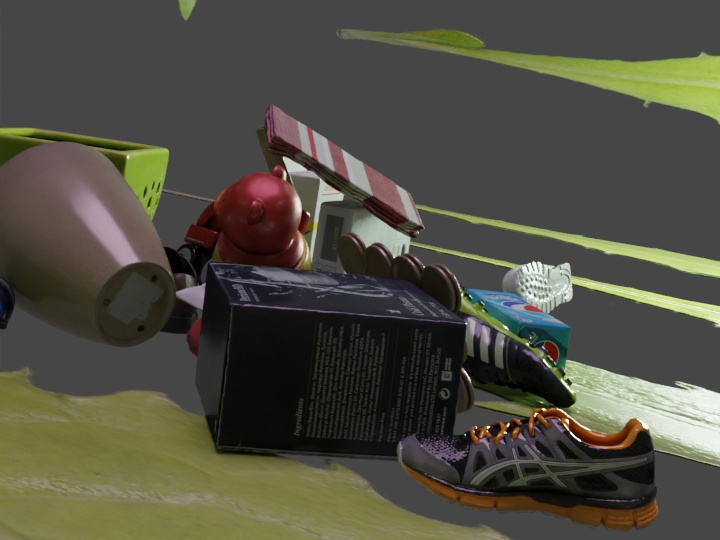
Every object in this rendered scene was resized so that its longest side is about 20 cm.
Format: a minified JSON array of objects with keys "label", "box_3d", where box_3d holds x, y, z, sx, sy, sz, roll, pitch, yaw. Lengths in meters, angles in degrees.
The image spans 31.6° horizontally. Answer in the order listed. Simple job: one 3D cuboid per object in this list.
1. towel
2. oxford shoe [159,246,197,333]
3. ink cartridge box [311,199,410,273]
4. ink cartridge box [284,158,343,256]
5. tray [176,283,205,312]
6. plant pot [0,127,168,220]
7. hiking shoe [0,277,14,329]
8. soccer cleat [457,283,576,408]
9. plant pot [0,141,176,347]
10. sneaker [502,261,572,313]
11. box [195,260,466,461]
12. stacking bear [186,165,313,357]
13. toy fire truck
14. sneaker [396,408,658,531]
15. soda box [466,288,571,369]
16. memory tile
[{"label":"towel","box_3d":[-0.021,-0.111,1.426,0.199,0.023,0.144,31,15,-15]},{"label":"oxford shoe","box_3d":[-0.220,0.013,1.458,0.072,0.086,0.200,2,8,-22]},{"label":"ink cartridge box","box_3d":[0.000,0.000,1.476,0.047,0.162,0.200,12,9,21]},{"label":"ink cartridge box","box_3d":[-0.074,-0.077,1.785,0.067,0.203,0.116,10,9,16]},{"label":"tray","box_3d":[-0.091,0.055,1.347,0.199,0.022,0.107,27,14,22]},{"label":"plant pot","box_3d":[-0.356,-0.071,1.546,0.196,0.184,0.200,8,9,6]},{"label":"hiking shoe","box_3d":[-0.438,0.019,1.231,0.197,0.075,0.087,6,8,-10]},{"label":"soccer cleat","box_3d":[0.140,0.094,1.328,0.200,0.081,0.068,38,-4,35]},{"label":"plant pot","box_3d":[-0.277,-0.009,1.304,0.186,0.189,0.200,1,24,-40]},{"label":"sneaker","box_3d":[0.249,0.026,1.896,0.080,0.078,0.199,-1,-2,30]},{"label":"box","box_3d":[-0.033,0.074,1.089,0.194,0.126,0.200,4,9,-13]},{"label":"stacking bear","box_3d":[-0.099,-0.009,1.223,0.113,0.201,0.122,22,48,15]},{"label":"toy fire truck","box_3d":[-0.130,-0.060,1.516,0.128,0.202,0.175,28,-7,-41]},{"label":"sneaker","box_3d":[0.126,0.139,0.951,0.197,0.078,0.078,7,10,2]},{"label":"soda box","box_3d":[0.175,0.074,1.460,0.063,0.069,0.200,6,8,-13]},{"label":"memory tile","box_3d":[0.043,0.049,1.242,0.017,0.155,0.199,-21,23,-28]}]
